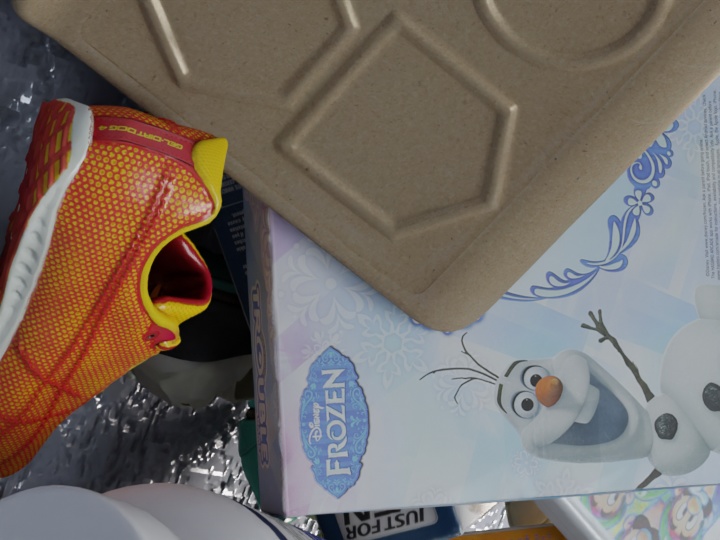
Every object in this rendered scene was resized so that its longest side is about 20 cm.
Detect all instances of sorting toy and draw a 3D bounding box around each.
[{"bbox_3d":[0.016,-0.095,0.935,0.185,0.200,0.037,-46,-162,25],"label":"sorting toy"}]

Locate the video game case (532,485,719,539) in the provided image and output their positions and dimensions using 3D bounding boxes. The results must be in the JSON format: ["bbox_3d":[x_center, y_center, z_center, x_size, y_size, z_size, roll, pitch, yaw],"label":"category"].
[{"bbox_3d":[0.148,0.051,1.132,0.200,0.024,0.182,48,66,-31],"label":"video game case"}]

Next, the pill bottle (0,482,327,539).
[{"bbox_3d":[-0.055,0.136,0.962,0.200,0.120,0.120,31,83,-58],"label":"pill bottle"}]

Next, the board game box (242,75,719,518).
[{"bbox_3d":[0.058,-0.018,1.026,0.199,0.043,0.201,-3,90,-16],"label":"board game box"}]

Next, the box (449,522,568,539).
[{"bbox_3d":[-0.012,0.133,1.150,0.119,0.200,0.042,132,-50,-75],"label":"box"}]

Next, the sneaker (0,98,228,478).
[{"bbox_3d":[-0.096,0.019,0.988,0.200,0.077,0.073,123,-22,-53],"label":"sneaker"}]

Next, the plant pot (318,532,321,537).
[{"bbox_3d":[0.000,0.222,1.257,0.187,0.187,0.200,47,56,-58],"label":"plant pot"}]

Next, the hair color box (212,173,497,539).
[{"bbox_3d":[0.000,0.000,1.090,0.100,0.060,0.200,-30,103,-63],"label":"hair color box"}]

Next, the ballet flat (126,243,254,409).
[{"bbox_3d":[-0.051,0.021,1.129,0.200,0.073,0.073,-2,111,-60],"label":"ballet flat"}]

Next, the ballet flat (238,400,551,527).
[{"bbox_3d":[0.047,0.080,1.198,0.067,0.200,0.071,-10,94,-74],"label":"ballet flat"}]
